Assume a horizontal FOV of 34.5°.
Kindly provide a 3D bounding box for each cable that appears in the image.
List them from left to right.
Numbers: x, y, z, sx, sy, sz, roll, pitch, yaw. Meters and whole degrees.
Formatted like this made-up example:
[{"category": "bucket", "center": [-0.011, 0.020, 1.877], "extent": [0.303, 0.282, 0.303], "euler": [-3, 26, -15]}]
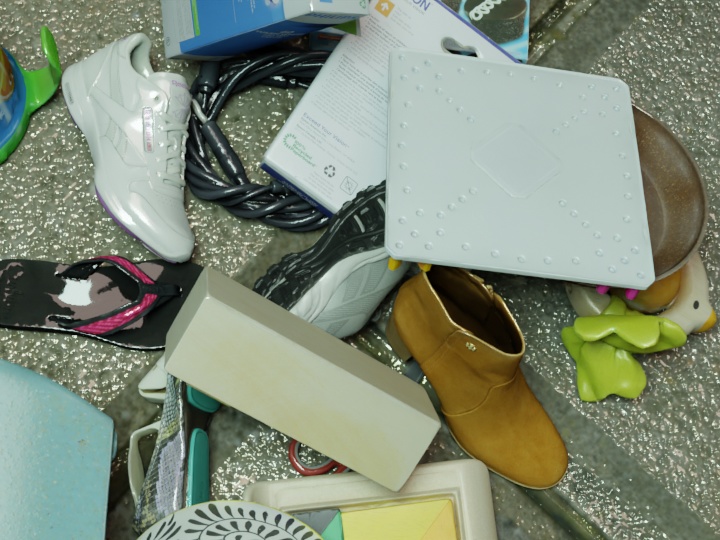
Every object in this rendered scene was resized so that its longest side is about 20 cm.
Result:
[{"category": "cable", "center": [-0.059, -0.115, 0.991], "extent": [0.197, 0.051, 0.165], "euler": [20, 69, 0]}]

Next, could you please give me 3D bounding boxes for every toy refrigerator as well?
[{"category": "toy refrigerator", "center": [-0.045, 0.083, 0.855], "extent": [0.198, 0.076, 0.071], "euler": [30, 100, -16]}]

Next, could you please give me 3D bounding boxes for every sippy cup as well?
[{"category": "sippy cup", "center": [-0.343, -0.161, 0.933], "extent": [0.139, 0.131, 0.178], "euler": [40, 71, 9]}]

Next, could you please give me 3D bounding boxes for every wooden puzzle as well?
[{"category": "wooden puzzle", "center": [0.015, 0.244, 0.870], "extent": [0.196, 0.037, 0.188], "euler": [-4, 75, -8]}]

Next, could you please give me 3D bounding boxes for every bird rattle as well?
[{"category": "bird rattle", "center": [0.211, 0.004, 0.974], "extent": [0.160, 0.113, 0.202], "euler": [-8, 58, -21]}]

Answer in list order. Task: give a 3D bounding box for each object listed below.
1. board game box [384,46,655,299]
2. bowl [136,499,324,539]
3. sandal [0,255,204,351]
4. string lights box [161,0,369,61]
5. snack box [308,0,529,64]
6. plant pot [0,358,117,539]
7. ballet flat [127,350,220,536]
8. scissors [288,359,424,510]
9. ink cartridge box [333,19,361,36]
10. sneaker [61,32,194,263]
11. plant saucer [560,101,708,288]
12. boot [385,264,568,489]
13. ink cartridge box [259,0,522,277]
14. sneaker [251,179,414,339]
[{"category": "board game box", "center": [0.115, -0.076, 0.878], "extent": [0.196, 0.026, 0.203], "euler": [7, 55, -7]}, {"category": "bowl", "center": [-0.096, 0.267, 0.788], "extent": [0.197, 0.094, 0.205], "euler": [0, 91, 5]}, {"category": "sandal", "center": [-0.211, 0.021, 0.927], "extent": [0.196, 0.045, 0.076], "euler": [2, 70, -5]}, {"category": "string lights box", "center": [-0.081, -0.230, 0.894], "extent": [0.058, 0.198, 0.105], "euler": [-6, 93, -41]}, {"category": "snack box", "center": [0.056, -0.248, 1.058], "extent": [0.196, 0.037, 0.118], "euler": [7, 69, -4]}, {"category": "plant pot", "center": [-0.273, 0.163, 0.799], "extent": [0.196, 0.197, 0.199], "euler": [5, 69, -15]}, {"category": "ballet flat", "center": [-0.143, 0.112, 0.894], "extent": [0.071, 0.072, 0.204], "euler": [7, 69, -3]}, {"category": "scissors", "center": [0.027, 0.116, 0.938], "extent": [0.199, 0.014, 0.073], "euler": [-37, 77, -19]}, {"category": "ink cartridge box", "center": [-0.050, -0.294, 0.958], "extent": [0.075, 0.150, 0.199], "euler": [-31, 44, -33]}, {"category": "sneaker", "center": [-0.175, -0.104, 0.946], "extent": [0.099, 0.075, 0.202], "euler": [-30, 75, 14]}, {"category": "plant saucer", "center": [0.175, -0.062, 0.917], "extent": [0.197, 0.037, 0.203], "euler": [5, 56, -8]}, {"category": "boot", "center": [0.102, 0.084, 0.881], "extent": [0.201, 0.144, 0.071], "euler": [44, 69, 2]}, {"category": "ink cartridge box", "center": [0.048, -0.113, 0.970], "extent": [0.195, 0.043, 0.201], "euler": [35, 78, -8]}, {"category": "sneaker", "center": [0.000, 0.000, 0.917], "extent": [0.199, 0.079, 0.074], "euler": [-37, 37, 12]}]
